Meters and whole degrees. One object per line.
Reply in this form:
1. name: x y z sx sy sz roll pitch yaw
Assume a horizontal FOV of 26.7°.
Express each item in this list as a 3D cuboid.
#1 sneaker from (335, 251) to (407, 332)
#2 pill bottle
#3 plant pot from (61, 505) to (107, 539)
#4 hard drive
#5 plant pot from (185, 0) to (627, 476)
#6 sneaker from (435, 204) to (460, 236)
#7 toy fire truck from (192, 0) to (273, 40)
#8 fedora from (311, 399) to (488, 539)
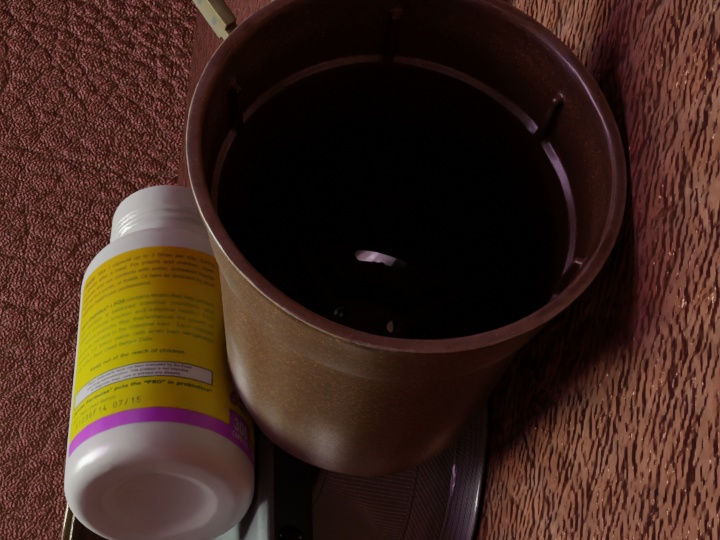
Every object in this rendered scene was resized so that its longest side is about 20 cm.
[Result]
1. sneaker: 0.000 0.000 1.019 0.200 0.074 0.082 140 125 -71
2. pill bottle: -0.112 0.048 0.871 0.105 0.103 0.202 112 161 -47
3. plant pot: -0.140 0.215 1.228 0.200 0.195 0.203 -171 90 -79
4. hard drive: -0.060 0.119 0.901 0.140 0.032 0.202 116 158 -49
5. plant pot: 0.009 -0.005 0.755 0.199 0.197 0.203 105 169 -59
6. sneaker: 0.032 -0.084 0.925 0.201 0.084 0.078 -100 21 -55
7. toy fire truck: -0.053 -0.201 1.136 0.176 0.197 0.130 119 156 -60
8. fedora: 0.003 0.110 0.910 0.200 0.089 0.180 -171 90 -78
